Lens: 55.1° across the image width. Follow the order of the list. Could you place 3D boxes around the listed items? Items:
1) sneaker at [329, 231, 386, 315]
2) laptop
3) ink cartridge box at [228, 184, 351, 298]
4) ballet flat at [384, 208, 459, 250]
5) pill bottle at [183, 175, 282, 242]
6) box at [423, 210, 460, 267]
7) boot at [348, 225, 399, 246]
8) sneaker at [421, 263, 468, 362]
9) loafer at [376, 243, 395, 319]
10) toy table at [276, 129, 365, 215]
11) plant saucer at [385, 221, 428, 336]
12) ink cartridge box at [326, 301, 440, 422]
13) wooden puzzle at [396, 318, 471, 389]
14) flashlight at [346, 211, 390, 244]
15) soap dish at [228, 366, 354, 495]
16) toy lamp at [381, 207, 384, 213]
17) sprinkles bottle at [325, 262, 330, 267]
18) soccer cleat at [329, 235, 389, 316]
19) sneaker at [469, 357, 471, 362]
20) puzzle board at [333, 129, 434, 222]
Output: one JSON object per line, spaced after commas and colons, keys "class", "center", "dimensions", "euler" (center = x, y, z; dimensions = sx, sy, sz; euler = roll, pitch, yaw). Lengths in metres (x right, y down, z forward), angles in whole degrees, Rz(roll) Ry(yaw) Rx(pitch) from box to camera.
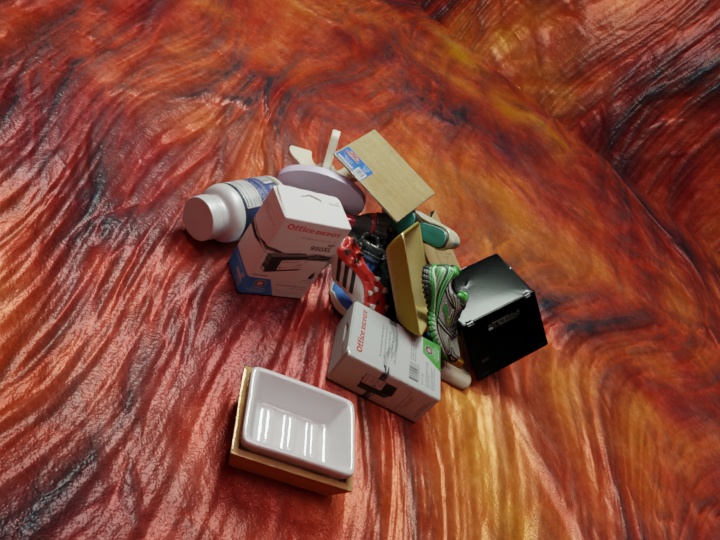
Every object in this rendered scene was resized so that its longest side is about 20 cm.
{"class": "sneaker", "center": [-0.001, -0.001, 1.410], "dimensions": [0.076, 0.111, 0.201], "euler": [29, 36, -13]}
{"class": "laptop", "center": [0.274, 0.095, 1.480], "dimensions": [0.186, 0.116, 0.201], "euler": [-24, 105, -17]}
{"class": "ink cartridge box", "center": [-0.131, -0.047, 1.264], "dimensions": [0.144, 0.200, 0.085], "euler": [7, 44, -37]}
{"class": "ballet flat", "center": [0.133, -0.091, 1.495], "dimensions": [0.062, 0.068, 0.200], "euler": [6, 23, -47]}
{"class": "pill bottle", "center": [-0.237, -0.115, 1.324], "dimensions": [0.111, 0.111, 0.199], "euler": [49, 36, 15]}
{"class": "box", "center": [0.187, -0.019, 1.598], "dimensions": [0.201, 0.021, 0.164], "euler": [63, 30, -19]}
{"class": "boot", "center": [0.040, -0.089, 1.567], "dimensions": [0.199, 0.090, 0.073], "euler": [29, 35, -15]}
{"class": "sneaker", "center": [0.175, 0.085, 1.375], "dimensions": [0.078, 0.084, 0.202], "euler": [-21, 103, -74]}
{"class": "loafer", "center": [0.059, 0.041, 1.457], "dimensions": [0.072, 0.073, 0.201], "euler": [6, 53, 15]}
{"class": "toy table", "center": [-0.079, -0.207, 1.537], "dimensions": [0.199, 0.184, 0.118], "euler": [23, 51, -13]}
{"class": "plant saucer", "center": [0.096, 0.014, 1.372], "dimensions": [0.200, 0.048, 0.202], "euler": [-37, 117, -73]}
{"class": "ink cartridge box", "center": [0.046, 0.169, 1.285], "dimensions": [0.199, 0.083, 0.147], "euler": [29, 35, -14]}
{"class": "wooden puzzle", "center": [0.158, 0.137, 1.466], "dimensions": [0.184, 0.037, 0.201], "euler": [29, 36, -15]}
{"class": "flashlight", "center": [-0.038, -0.108, 1.491], "dimensions": [0.198, 0.068, 0.068], "euler": [12, 39, -7]}
{"class": "soap dish", "center": [-0.105, 0.249, 1.056], "dimensions": [0.199, 0.081, 0.158], "euler": [24, 37, -21]}
{"class": "toy lamp", "center": [0.054, -0.169, 1.592], "dimensions": [0.058, 0.201, 0.058], "euler": [-9, 25, 4]}
{"class": "sprinkles bottle", "center": [-0.135, -0.087, 1.425], "dimensions": [0.068, 0.068, 0.200], "euler": [-14, 61, -50]}
{"class": "soccer cleat", "center": [-0.011, 0.021, 1.333], "dimensions": [0.069, 0.085, 0.201], "euler": [-48, 121, -39]}
{"class": "sneaker", "center": [0.310, 0.146, 1.562], "dimensions": [0.080, 0.147, 0.201], "euler": [15, 72, 23]}
{"class": "puzzle board", "center": [0.051, -0.206, 1.495], "dimensions": [0.200, 0.017, 0.151], "euler": [47, 49, 6]}
